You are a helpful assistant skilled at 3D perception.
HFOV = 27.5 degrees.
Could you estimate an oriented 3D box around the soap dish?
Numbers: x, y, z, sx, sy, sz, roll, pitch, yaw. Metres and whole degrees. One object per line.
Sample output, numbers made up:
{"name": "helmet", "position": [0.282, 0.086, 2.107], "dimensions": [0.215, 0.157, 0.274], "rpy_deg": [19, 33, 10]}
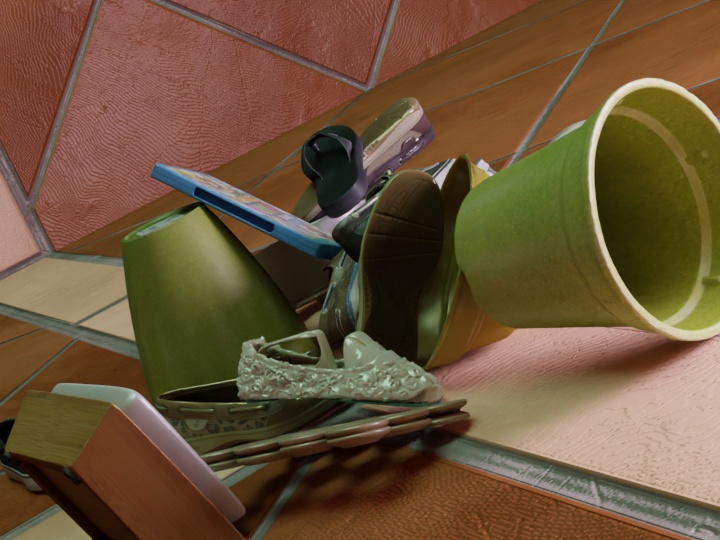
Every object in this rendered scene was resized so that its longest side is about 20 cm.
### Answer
{"name": "soap dish", "position": [-0.195, 0.167, 1.184], "dimensions": [0.081, 0.158, 0.200], "rpy_deg": [-48, 22, -22]}

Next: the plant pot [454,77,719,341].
{"name": "plant pot", "position": [0.181, -0.031, 1.173], "dimensions": [0.184, 0.201, 0.200], "rpy_deg": [-15, 15, 49]}

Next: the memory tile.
{"name": "memory tile", "position": [-0.024, 0.134, 1.180], "dimensions": [0.199, 0.017, 0.153], "rpy_deg": [-16, -6, 39]}

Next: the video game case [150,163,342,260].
{"name": "video game case", "position": [-0.105, -0.059, 1.531], "dimensions": [0.018, 0.199, 0.143], "rpy_deg": [-65, -16, 5]}

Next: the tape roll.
{"name": "tape roll", "position": [-0.046, -0.012, 1.690], "dimensions": [0.202, 0.071, 0.202], "rpy_deg": [-27, -2, -1]}

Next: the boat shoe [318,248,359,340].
{"name": "boat shoe", "position": [0.000, 0.000, 1.455], "dimensions": [0.072, 0.072, 0.200], "rpy_deg": [-19, 23, 23]}

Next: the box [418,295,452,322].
{"name": "box", "position": [0.111, 0.018, 1.462], "dimensions": [0.199, 0.035, 0.110], "rpy_deg": [-26, 13, -6]}

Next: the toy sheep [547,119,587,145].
{"name": "toy sheep", "position": [0.237, -0.087, 1.456], "dimensions": [0.137, 0.139, 0.200], "rpy_deg": [-25, -2, -1]}

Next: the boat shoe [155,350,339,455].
{"name": "boat shoe", "position": [-0.102, 0.122, 1.376], "dimensions": [0.199, 0.063, 0.073], "rpy_deg": [-20, 13, 18]}

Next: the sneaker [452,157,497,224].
{"name": "sneaker", "position": [0.128, -0.060, 1.484], "dimensions": [0.074, 0.079, 0.200], "rpy_deg": [-55, 6, 9]}

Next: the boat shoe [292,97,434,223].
{"name": "boat shoe", "position": [0.007, -0.113, 1.702], "dimensions": [0.200, 0.065, 0.072], "rpy_deg": [-46, 24, -5]}

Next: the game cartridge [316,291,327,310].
{"name": "game cartridge", "position": [0.061, -0.010, 1.609], "dimensions": [0.199, 0.033, 0.176], "rpy_deg": [-29, 2, -17]}

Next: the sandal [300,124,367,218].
{"name": "sandal", "position": [-0.032, -0.124, 1.646], "dimensions": [0.076, 0.043, 0.200], "rpy_deg": [-40, 24, 6]}

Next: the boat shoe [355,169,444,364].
{"name": "boat shoe", "position": [0.029, 0.008, 1.325], "dimensions": [0.073, 0.202, 0.063], "rpy_deg": [4, 7, -11]}

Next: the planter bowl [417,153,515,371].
{"name": "planter bowl", "position": [0.109, 0.002, 1.320], "dimensions": [0.083, 0.202, 0.200], "rpy_deg": [12, 9, -8]}

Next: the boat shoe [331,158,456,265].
{"name": "boat shoe", "position": [0.040, -0.068, 1.424], "dimensions": [0.200, 0.064, 0.071], "rpy_deg": [-43, -14, -52]}

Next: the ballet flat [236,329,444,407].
{"name": "ballet flat", "position": [-0.025, 0.084, 1.269], "dimensions": [0.199, 0.072, 0.072], "rpy_deg": [-1, 22, 27]}

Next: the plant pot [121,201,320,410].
{"name": "plant pot", "position": [-0.162, 0.039, 1.511], "dimensions": [0.186, 0.201, 0.187], "rpy_deg": [-23, 13, 6]}

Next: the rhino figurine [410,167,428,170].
{"name": "rhino figurine", "position": [0.092, -0.076, 1.620], "dimensions": [0.087, 0.060, 0.200], "rpy_deg": [-38, -20, 31]}

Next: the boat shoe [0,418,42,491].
{"name": "boat shoe", "position": [-0.345, 0.192, 1.566], "dimensions": [0.068, 0.057, 0.200], "rpy_deg": [-32, 14, -30]}
